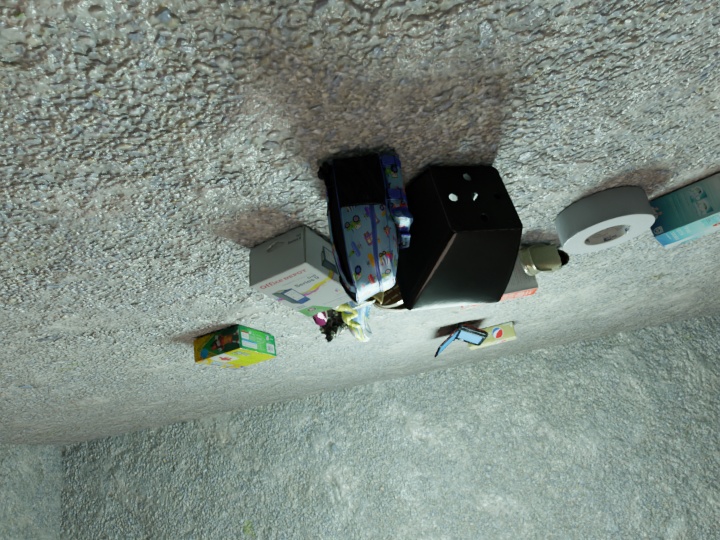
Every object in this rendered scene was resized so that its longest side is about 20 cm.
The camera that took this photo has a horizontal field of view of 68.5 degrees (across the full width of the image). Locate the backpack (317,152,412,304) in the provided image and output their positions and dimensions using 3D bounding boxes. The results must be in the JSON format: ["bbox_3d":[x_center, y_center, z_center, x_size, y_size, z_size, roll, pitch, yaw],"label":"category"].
[{"bbox_3d":[0.014,-0.058,0.836,0.131,0.205,0.183,-10,159,-2],"label":"backpack"}]

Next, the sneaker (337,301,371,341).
[{"bbox_3d":[0.004,0.107,1.383,0.103,0.077,0.201,-27,131,13],"label":"sneaker"}]

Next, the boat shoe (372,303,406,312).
[{"bbox_3d":[0.114,0.080,1.444,0.198,0.077,0.075,-2,164,-24],"label":"boat shoe"}]

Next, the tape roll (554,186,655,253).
[{"bbox_3d":[0.540,-0.107,1.177,0.195,0.068,0.201,-10,160,-4],"label":"tape roll"}]

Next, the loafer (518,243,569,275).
[{"bbox_3d":[0.463,-0.033,1.331,0.197,0.077,0.068,-3,160,-47],"label":"loafer"}]

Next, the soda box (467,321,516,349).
[{"bbox_3d":[0.536,0.269,2.175,0.196,0.066,0.068,-17,159,15],"label":"soda box"}]

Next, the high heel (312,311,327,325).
[{"bbox_3d":[-0.132,0.093,1.366,0.094,0.069,0.201,-5,149,-12],"label":"high heel"}]

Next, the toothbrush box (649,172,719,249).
[{"bbox_3d":[0.763,-0.136,1.191,0.198,0.087,0.145,-27,155,34],"label":"toothbrush box"}]

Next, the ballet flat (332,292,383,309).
[{"bbox_3d":[-0.039,0.059,1.230,0.195,0.065,0.069,-5,160,-6],"label":"ballet flat"}]

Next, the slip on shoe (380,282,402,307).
[{"bbox_3d":[0.123,0.037,1.335,0.198,0.077,0.060,-33,152,25],"label":"slip on shoe"}]

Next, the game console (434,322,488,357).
[{"bbox_3d":[0.389,0.290,2.054,0.168,0.121,0.201,17,162,8],"label":"game console"}]

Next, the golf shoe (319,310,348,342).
[{"bbox_3d":[-0.043,0.132,1.531,0.087,0.078,0.199,-29,174,-45],"label":"golf shoe"}]

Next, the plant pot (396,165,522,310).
[{"bbox_3d":[0.166,-0.069,0.921,0.194,0.204,0.179,-4,149,-18],"label":"plant pot"}]

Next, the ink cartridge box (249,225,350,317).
[{"bbox_3d":[-0.111,0.008,1.077,0.143,0.089,0.199,-21,147,24],"label":"ink cartridge box"}]

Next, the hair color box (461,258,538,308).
[{"bbox_3d":[0.350,0.026,1.379,0.195,0.104,0.061,-10,160,1],"label":"hair color box"}]

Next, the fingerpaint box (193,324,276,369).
[{"bbox_3d":[-0.375,0.234,1.593,0.164,0.075,0.199,-19,158,18],"label":"fingerpaint box"}]
